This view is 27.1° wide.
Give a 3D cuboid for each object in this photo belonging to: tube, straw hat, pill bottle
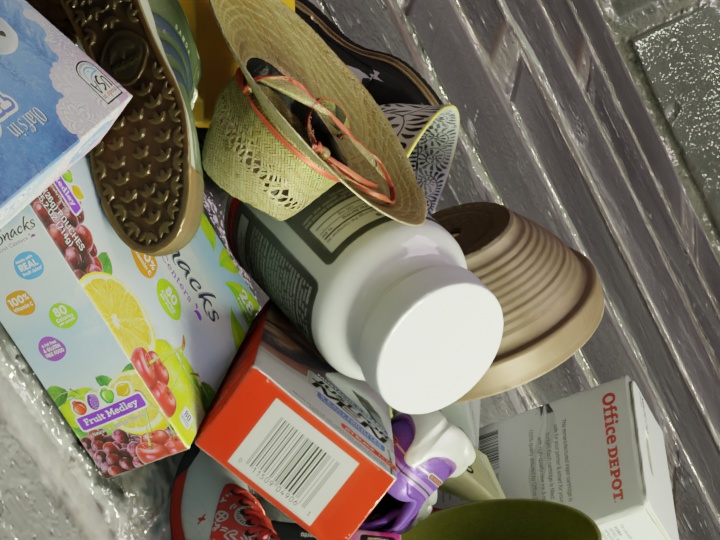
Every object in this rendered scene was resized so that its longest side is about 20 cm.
[{"bbox_3d":[0.040,0.133,1.159,0.199,0.052,0.059,30,63,-31],"label":"tube"},{"bbox_3d":[-0.053,-0.081,0.921,0.201,0.085,0.202,43,20,-19],"label":"straw hat"},{"bbox_3d":[0.000,0.000,0.987,0.116,0.116,0.200,44,1,-45],"label":"pill bottle"}]

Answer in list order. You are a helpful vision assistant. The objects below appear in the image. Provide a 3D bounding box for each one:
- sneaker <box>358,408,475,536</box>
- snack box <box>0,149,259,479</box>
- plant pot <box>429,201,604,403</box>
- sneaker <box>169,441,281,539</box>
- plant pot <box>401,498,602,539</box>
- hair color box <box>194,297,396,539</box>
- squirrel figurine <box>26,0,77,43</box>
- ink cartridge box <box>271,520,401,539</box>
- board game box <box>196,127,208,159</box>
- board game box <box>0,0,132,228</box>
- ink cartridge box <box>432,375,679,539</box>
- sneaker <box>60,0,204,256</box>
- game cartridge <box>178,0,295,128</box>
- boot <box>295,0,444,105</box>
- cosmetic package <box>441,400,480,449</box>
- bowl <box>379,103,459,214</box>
[{"bbox_3d":[0.008,0.152,1.038,0.081,0.200,0.083,43,63,9],"label":"sneaker"},{"bbox_3d":[-0.153,-0.008,0.895,0.202,0.067,0.169,61,23,-19],"label":"snack box"},{"bbox_3d":[0.085,0.010,1.171,0.202,0.198,0.094,-72,145,-59],"label":"plant pot"},{"bbox_3d":[-0.058,0.175,0.890,0.067,0.107,0.203,51,27,-36],"label":"sneaker"},{"bbox_3d":[0.100,0.299,1.093,0.187,0.184,0.203,-47,128,-67],"label":"plant pot"},{"bbox_3d":[-0.038,0.091,0.956,0.111,0.064,0.200,38,7,-7],"label":"hair color box"},{"bbox_3d":[-0.193,-0.241,0.980,0.187,0.139,0.203,-51,131,-77],"label":"squirrel figurine"},{"bbox_3d":[-0.023,0.248,0.927,0.037,0.093,0.202,101,-6,-45],"label":"ink cartridge box"},{"bbox_3d":[-0.101,-0.152,1.123,0.200,0.028,0.137,43,59,-42],"label":"board game box"},{"bbox_3d":[-0.232,-0.109,0.739,0.199,0.043,0.200,42,27,-7],"label":"board game box"},{"bbox_3d":[0.161,0.195,1.267,0.084,0.198,0.145,50,28,-35],"label":"ink cartridge box"},{"bbox_3d":[-0.119,-0.104,0.886,0.090,0.066,0.203,14,58,-67],"label":"sneaker"},{"bbox_3d":[-0.090,-0.188,1.033,0.200,0.032,0.179,-12,100,-72],"label":"game cartridge"},{"bbox_3d":[-0.029,-0.149,1.263,0.199,0.078,0.138,32,28,6],"label":"boot"},{"bbox_3d":[0.067,0.067,1.301,0.201,0.070,0.102,-80,163,-52],"label":"cosmetic package"},{"bbox_3d":[-0.003,-0.059,1.221,0.093,0.203,0.201,25,17,13],"label":"bowl"}]
